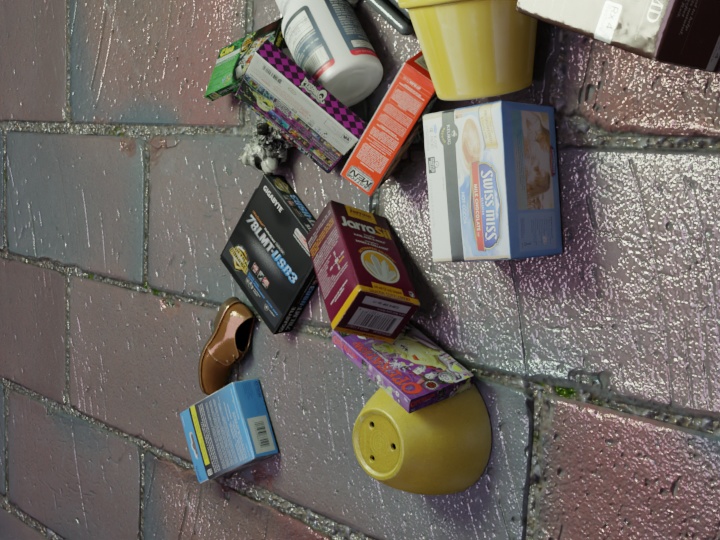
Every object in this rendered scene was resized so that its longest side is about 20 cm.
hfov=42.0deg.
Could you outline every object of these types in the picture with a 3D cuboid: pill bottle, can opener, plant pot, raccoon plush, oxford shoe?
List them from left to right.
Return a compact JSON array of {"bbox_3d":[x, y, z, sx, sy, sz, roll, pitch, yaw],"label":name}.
[{"bbox_3d":[-0.248,0.155,1.743,0.071,0.071,0.202,34,115,32],"label":"oxford shoe"},{"bbox_3d":[-0.144,-0.262,1.620,0.134,0.096,0.202,-32,40,56],"label":"raccoon plush"},{"bbox_3d":[-0.055,-0.365,1.470,0.119,0.119,0.202,-41,65,39],"label":"pill bottle"},{"bbox_3d":[0.010,-0.431,1.419,0.200,0.066,0.053,45,124,13],"label":"can opener"},{"bbox_3d":[0.071,0.243,1.380,0.198,0.141,0.203,5,98,44],"label":"plant pot"},{"bbox_3d":[0.152,-0.330,1.231,0.199,0.200,0.191,7,115,44],"label":"plant pot"}]

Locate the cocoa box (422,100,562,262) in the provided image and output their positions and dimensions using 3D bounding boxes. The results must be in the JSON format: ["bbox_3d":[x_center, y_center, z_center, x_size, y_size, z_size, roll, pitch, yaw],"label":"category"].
[{"bbox_3d":[0.178,-0.114,1.249,0.130,0.132,0.203,-2,92,44],"label":"cocoa box"}]

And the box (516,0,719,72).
[{"bbox_3d":[0.319,-0.340,1.068,0.199,0.163,0.168,33,116,38],"label":"box"}]

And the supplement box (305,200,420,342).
[{"bbox_3d":[0.000,0.000,1.410,0.086,0.109,0.201,-55,36,31],"label":"supplement box"}]

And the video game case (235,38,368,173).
[{"bbox_3d":[-0.095,-0.247,1.450,0.199,0.036,0.181,39,161,-6],"label":"video game case"}]

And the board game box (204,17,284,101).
[{"bbox_3d":[-0.201,-0.367,1.641,0.199,0.023,0.106,-7,63,50],"label":"board game box"}]

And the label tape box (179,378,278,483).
[{"bbox_3d":[-0.250,0.303,1.761,0.199,0.066,0.145,-32,71,44],"label":"label tape box"}]

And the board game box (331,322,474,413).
[{"bbox_3d":[0.059,0.129,1.380,0.200,0.119,0.033,38,137,44],"label":"board game box"}]

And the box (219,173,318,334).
[{"bbox_3d":[-0.147,-0.029,1.641,0.201,0.049,0.199,52,127,28],"label":"box"}]

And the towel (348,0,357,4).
[{"bbox_3d":[-0.020,-0.541,1.487,0.147,0.024,0.201,-49,60,35],"label":"towel"}]

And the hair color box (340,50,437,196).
[{"bbox_3d":[0.054,-0.217,1.379,0.061,0.102,0.201,35,122,3],"label":"hair color box"}]
